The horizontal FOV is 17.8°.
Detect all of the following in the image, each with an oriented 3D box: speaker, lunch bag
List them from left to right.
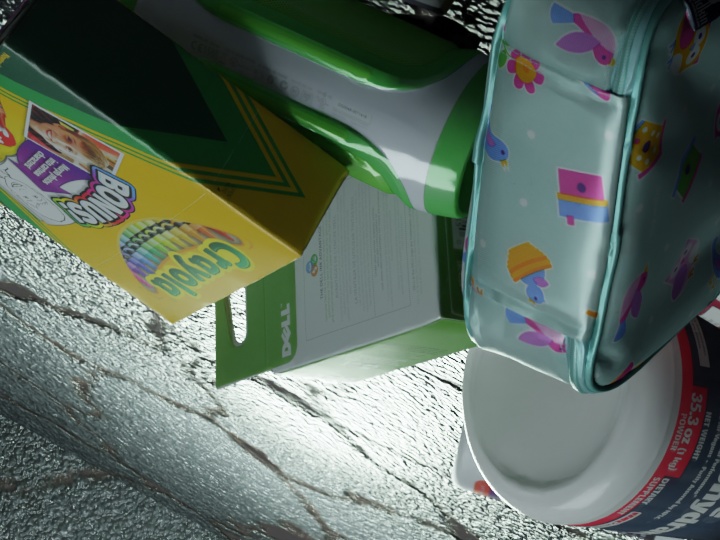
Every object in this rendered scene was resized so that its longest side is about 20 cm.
[{"bbox_3d":[-0.023,-0.099,1.134,0.199,0.089,0.089,26,164,16],"label":"speaker"},{"bbox_3d":[0.118,-0.062,0.941,0.077,0.160,0.201,27,128,28],"label":"lunch bag"}]

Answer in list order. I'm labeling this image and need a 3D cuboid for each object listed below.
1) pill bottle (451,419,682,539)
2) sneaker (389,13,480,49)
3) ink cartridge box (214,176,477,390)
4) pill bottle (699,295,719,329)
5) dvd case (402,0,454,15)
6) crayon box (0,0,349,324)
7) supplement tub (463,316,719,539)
[{"bbox_3d":[0.165,0.108,1.450,0.198,0.112,0.112,15,163,5],"label":"pill bottle"},{"bbox_3d":[-0.007,-0.111,1.256,0.090,0.070,0.200,32,168,-13],"label":"sneaker"},{"bbox_3d":[0.000,0.000,1.239,0.059,0.105,0.199,9,161,-37],"label":"ink cartridge box"},{"bbox_3d":[0.230,0.001,1.084,0.199,0.110,0.110,32,164,0],"label":"pill bottle"},{"bbox_3d":[-0.041,-0.206,1.139,0.148,0.016,0.200,23,163,27],"label":"dvd case"},{"bbox_3d":[-0.121,-0.057,1.162,0.172,0.058,0.200,37,158,-12],"label":"crayon box"},{"bbox_3d":[0.166,0.072,1.240,0.199,0.141,0.140,12,-179,-42],"label":"supplement tub"}]
